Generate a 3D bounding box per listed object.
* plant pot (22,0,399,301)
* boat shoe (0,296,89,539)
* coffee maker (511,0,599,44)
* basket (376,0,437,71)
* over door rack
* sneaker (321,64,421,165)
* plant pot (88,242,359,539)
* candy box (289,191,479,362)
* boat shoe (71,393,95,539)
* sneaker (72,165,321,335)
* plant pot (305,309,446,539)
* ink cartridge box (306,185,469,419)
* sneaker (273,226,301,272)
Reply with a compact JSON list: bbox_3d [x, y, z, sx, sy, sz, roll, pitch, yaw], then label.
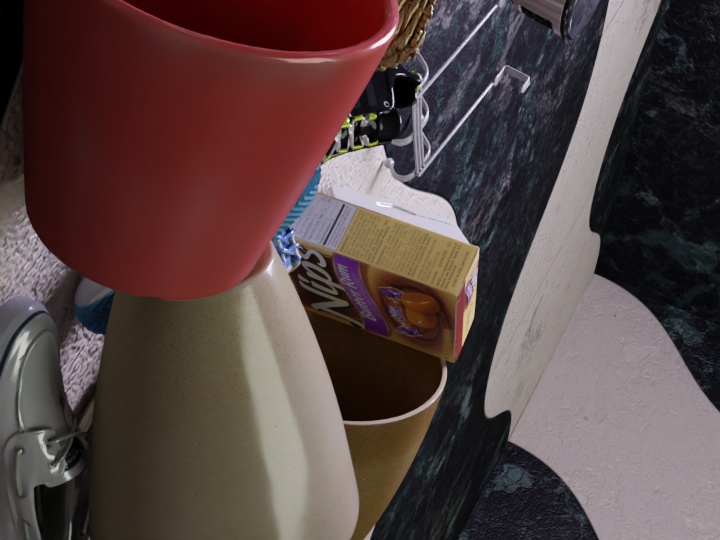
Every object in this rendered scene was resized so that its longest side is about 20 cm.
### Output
[{"bbox_3d":[-0.099,-0.096,0.689,0.200,0.199,0.179,-44,162,-54],"label":"plant pot"},{"bbox_3d":[-0.203,0.110,0.804,0.074,0.066,0.202,-47,155,-50],"label":"boat shoe"},{"bbox_3d":[0.130,-0.320,1.078,0.135,0.198,0.195,-41,150,-58],"label":"coffee maker"},{"bbox_3d":[-0.003,-0.273,0.958,0.203,0.147,0.143,-67,-163,-2],"label":"basket"},{"bbox_3d":[0.097,-0.204,1.338,0.199,0.067,0.148,-40,155,-17],"label":"over door rack"},{"bbox_3d":[-0.004,-0.138,1.094,0.200,0.082,0.072,-51,157,-44],"label":"sneaker"},{"bbox_3d":[-0.094,0.076,0.809,0.187,0.185,0.203,-47,143,-50],"label":"plant pot"},{"bbox_3d":[0.000,0.000,1.081,0.117,0.197,0.057,85,29,-58],"label":"candy box"},{"bbox_3d":[-0.190,0.172,0.931,0.203,0.065,0.072,-67,164,-2],"label":"boat shoe"},{"bbox_3d":[-0.123,-0.031,0.877,0.199,0.081,0.077,-39,156,-20],"label":"sneaker"},{"bbox_3d":[-0.031,0.157,1.131,0.186,0.184,0.203,-44,150,-54],"label":"plant pot"},{"bbox_3d":[0.006,0.038,1.222,0.084,0.144,0.203,-117,-137,-67],"label":"ink cartridge box"},{"bbox_3d":[-0.079,-0.037,0.999,0.076,0.076,0.203,-39,146,-56],"label":"sneaker"}]
